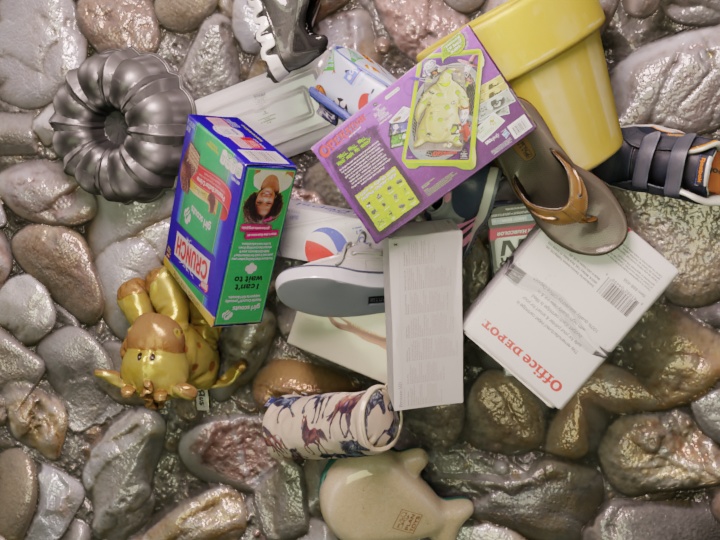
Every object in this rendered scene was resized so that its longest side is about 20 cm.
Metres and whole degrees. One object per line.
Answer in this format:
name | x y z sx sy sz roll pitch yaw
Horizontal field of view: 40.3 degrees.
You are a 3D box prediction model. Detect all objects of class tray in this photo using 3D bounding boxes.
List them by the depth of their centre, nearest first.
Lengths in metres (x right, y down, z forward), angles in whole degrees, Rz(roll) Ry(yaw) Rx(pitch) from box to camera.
tray | -0.113 -0.191 1.225 0.197 0.022 0.109 -18 94 16

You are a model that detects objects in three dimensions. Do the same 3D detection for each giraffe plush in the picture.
giraffe plush | -0.249 0.102 1.233 0.170 0.162 0.203 -19 94 16

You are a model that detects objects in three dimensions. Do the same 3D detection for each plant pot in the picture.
plant pot | 0.188 -0.196 1.066 0.198 0.201 0.191 -25 103 16

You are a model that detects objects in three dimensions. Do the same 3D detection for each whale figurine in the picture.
whale figurine | 0.041 0.285 1.241 0.197 0.104 0.161 20 105 -16

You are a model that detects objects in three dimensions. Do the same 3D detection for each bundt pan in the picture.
bundt pan | -0.308 -0.181 1.241 0.198 0.076 0.206 3 100 16

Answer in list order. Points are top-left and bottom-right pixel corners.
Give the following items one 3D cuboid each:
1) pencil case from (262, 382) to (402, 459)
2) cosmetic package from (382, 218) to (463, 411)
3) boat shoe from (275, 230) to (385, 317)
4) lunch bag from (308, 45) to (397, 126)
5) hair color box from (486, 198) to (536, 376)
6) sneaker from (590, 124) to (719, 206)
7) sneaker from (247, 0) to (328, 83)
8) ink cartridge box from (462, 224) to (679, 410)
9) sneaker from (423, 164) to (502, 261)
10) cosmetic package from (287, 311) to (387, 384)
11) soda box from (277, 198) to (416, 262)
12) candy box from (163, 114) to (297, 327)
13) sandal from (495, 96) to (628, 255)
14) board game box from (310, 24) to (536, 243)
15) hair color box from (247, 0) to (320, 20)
pencil case | -0.035 0.182 1.192 0.198 0.077 0.091 -13 57 44
cosmetic package | 0.068 0.049 1.073 0.081 0.051 0.204 -6 112 -9
boat shoe | 0.001 -0.003 1.124 0.198 0.087 0.075 -2 140 -5
lunch bag | 0.039 -0.169 1.091 0.160 0.199 0.076 39 105 21
hair color box | 0.208 0.017 1.160 0.097 0.061 0.204 -6 98 13
sneaker | 0.350 -0.119 1.095 0.196 0.079 0.080 8 102 14
sneaker | -0.087 -0.313 1.059 0.089 0.067 0.203 -16 100 12
ink cartridge box | 0.226 0.027 1.083 0.144 0.084 0.201 39 101 1
sneaker | 0.100 -0.066 1.119 0.081 0.201 0.071 17 58 -1
cosmetic package | 0.024 0.077 1.195 0.197 0.103 0.089 21 102 8
soda box | -0.033 -0.043 1.206 0.196 0.068 0.065 11 102 11
candy box | -0.161 -0.061 1.170 0.169 0.076 0.203 40 124 48
sandal | 0.195 -0.088 0.989 0.081 0.055 0.201 -34 107 18
board game box | 0.061 -0.132 0.975 0.199 0.032 0.121 -35 96 18
hair color box | -0.059 -0.390 1.130 0.060 0.099 0.203 24 104 7
